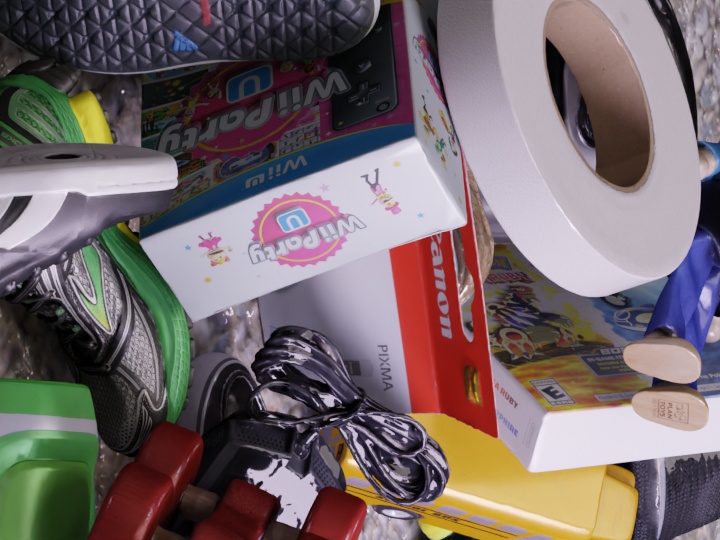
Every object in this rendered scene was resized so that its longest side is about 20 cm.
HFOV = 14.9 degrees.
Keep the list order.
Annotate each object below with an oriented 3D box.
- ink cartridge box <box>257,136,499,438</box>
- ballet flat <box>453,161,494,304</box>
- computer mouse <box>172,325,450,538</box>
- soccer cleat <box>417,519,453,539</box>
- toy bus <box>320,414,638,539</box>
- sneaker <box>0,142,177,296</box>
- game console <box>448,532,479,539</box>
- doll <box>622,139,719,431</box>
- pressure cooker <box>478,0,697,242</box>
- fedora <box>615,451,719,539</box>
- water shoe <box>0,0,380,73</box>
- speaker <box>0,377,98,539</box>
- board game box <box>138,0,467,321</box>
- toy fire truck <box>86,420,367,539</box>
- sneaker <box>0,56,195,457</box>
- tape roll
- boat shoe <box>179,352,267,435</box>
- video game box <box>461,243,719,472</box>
[{"bbox_3d":[0.000,0.000,1.446,0.047,0.200,0.160,-13,104,-23],"label":"ink cartridge box"},{"bbox_3d":[0.026,-0.074,1.497,0.065,0.070,0.200,-2,80,-65],"label":"ballet flat"},{"bbox_3d":[-0.062,0.128,1.419,0.200,0.053,0.138,-47,120,0],"label":"computer mouse"},{"bbox_3d":[0.070,0.074,1.688,0.084,0.065,0.200,37,59,-16],"label":"soccer cleat"},{"bbox_3d":[0.071,0.117,1.591,0.200,0.078,0.065,18,72,-19],"label":"toy bus"},{"bbox_3d":[-0.176,0.006,1.243,0.200,0.073,0.112,-8,103,-24],"label":"sneaker"},{"bbox_3d":[0.108,0.246,1.672,0.200,0.118,0.171,-48,137,-46],"label":"game console"},{"bbox_3d":[0.194,-0.005,1.541,0.137,0.048,0.200,75,29,-45],"label":"doll"},{"bbox_3d":[0.100,-0.098,1.589,0.176,0.200,0.179,45,53,-47],"label":"pressure cooker"},{"bbox_3d":[0.192,0.110,1.740,0.201,0.092,0.201,174,-90,-81],"label":"fedora"},{"bbox_3d":[-0.089,-0.142,1.341,0.079,0.200,0.072,-87,-179,-52],"label":"water shoe"},{"bbox_3d":[-0.168,0.151,1.284,0.088,0.088,0.200,10,81,-56],"label":"speaker"},{"bbox_3d":[-0.031,-0.082,1.370,0.200,0.147,0.064,-95,160,-48],"label":"board game box"},{"bbox_3d":[-0.081,0.176,1.292,0.200,0.112,0.168,-55,166,-78],"label":"toy fire truck"},{"bbox_3d":[-0.148,0.004,1.337,0.085,0.078,0.200,-38,113,-42],"label":"sneaker"},{"bbox_3d":[0.109,-0.086,1.412,0.203,0.037,0.203,34,46,-44],"label":"tape roll"},{"bbox_3d":[-0.051,0.142,1.479,0.070,0.066,0.200,-17,105,-56],"label":"boat shoe"},{"bbox_3d":[0.138,0.044,1.608,0.200,0.182,0.047,-4,120,-32],"label":"video game box"}]
